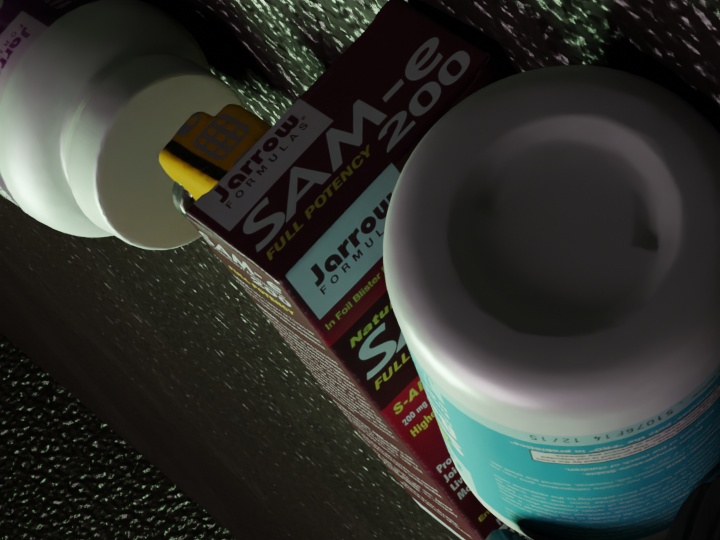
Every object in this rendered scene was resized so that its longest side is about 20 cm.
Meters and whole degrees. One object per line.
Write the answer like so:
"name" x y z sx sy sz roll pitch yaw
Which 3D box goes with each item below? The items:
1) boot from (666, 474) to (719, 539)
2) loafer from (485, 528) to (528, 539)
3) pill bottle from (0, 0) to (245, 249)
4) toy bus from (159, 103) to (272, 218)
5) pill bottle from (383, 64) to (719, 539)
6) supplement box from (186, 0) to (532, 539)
"boot" 0.206 0.120 0.796 0.197 0.074 0.162 2 156 43
"loafer" 0.104 0.161 0.855 0.199 0.063 0.072 36 -178 -19
"pill bottle" -0.137 -0.082 1.182 0.200 0.112 0.112 31 164 48
"toy bus" 0.000 0.000 1.086 0.065 0.078 0.200 32 165 50
"pill bottle" 0.073 0.024 0.814 0.111 0.111 0.200 39 168 22
"supplement box" 0.034 0.010 0.917 0.061 0.109 0.200 34 167 44
